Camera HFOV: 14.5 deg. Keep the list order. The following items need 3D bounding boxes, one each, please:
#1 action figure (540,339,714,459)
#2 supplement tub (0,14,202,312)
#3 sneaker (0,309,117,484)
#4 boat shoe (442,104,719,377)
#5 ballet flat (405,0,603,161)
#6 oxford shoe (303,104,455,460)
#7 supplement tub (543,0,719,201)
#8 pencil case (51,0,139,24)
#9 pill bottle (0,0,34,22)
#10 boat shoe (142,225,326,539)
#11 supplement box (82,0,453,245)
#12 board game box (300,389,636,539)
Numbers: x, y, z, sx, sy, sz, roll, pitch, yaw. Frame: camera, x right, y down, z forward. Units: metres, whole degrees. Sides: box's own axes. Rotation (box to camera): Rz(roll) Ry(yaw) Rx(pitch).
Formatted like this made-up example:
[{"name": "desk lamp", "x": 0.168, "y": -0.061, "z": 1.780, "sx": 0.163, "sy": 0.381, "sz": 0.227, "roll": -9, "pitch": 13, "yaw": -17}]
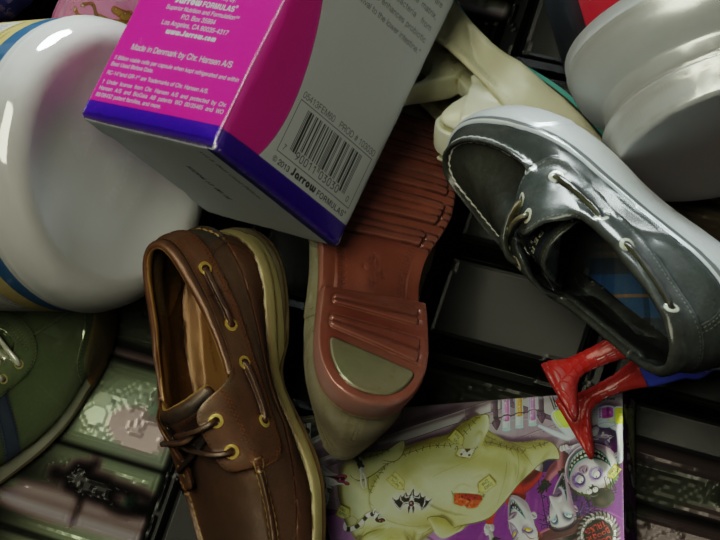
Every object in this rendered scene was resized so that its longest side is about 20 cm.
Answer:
[{"name": "action figure", "x": 0.195, "y": 0.042, "z": 1.296, "sx": 0.200, "sy": 0.065, "sz": 0.099, "roll": -29, "pitch": 60, "yaw": -1}, {"name": "supplement tub", "x": -0.192, "y": -0.052, "z": 1.421, "sx": 0.200, "sy": 0.144, "sz": 0.145, "roll": 0, "pitch": 72, "yaw": 41}, {"name": "sneaker", "x": -0.213, "y": 0.073, "z": 1.437, "sx": 0.200, "sy": 0.090, "sz": 0.067, "roll": -46, "pitch": 62, "yaw": 2}, {"name": "boat shoe", "x": 0.098, "y": -0.016, "z": 1.282, "sx": 0.200, "sy": 0.056, "sz": 0.069, "roll": 36, "pitch": 131, "yaw": 39}, {"name": "ballet flat", "x": 0.048, "y": -0.086, "z": 1.398, "sx": 0.069, "sy": 0.069, "sz": 0.200, "roll": -45, "pitch": 60, "yaw": 2}, {"name": "oxford shoe", "x": 0.000, "y": 0.000, "z": 1.386, "sx": 0.071, "sy": 0.074, "sz": 0.200, "roll": 17, "pitch": 51, "yaw": -7}, {"name": "supplement tub", "x": 0.153, "y": -0.149, "z": 1.342, "sx": 0.140, "sy": 0.140, "sz": 0.201, "roll": -21, "pitch": 66, "yaw": 14}, {"name": "pencil case", "x": -0.094, "y": -0.190, "z": 1.439, "sx": 0.086, "sy": 0.083, "sz": 0.201, "roll": 26, "pitch": 115, "yaw": 14}, {"name": "pill bottle", "x": -0.179, "y": -0.218, "z": 1.504, "sx": 0.200, "sy": 0.120, "sz": 0.120, "roll": -41, "pitch": 64, "yaw": 5}, {"name": "boat shoe", "x": -0.069, "y": 0.076, "z": 1.351, "sx": 0.072, "sy": 0.067, "sz": 0.201, "roll": -20, "pitch": 74, "yaw": 38}, {"name": "supplement box", "x": -0.030, "y": -0.130, "z": 1.353, "sx": 0.103, "sy": 0.101, "sz": 0.200, "roll": 15, "pitch": 74, "yaw": 44}, {"name": "board game box", "x": 0.035, "y": 0.124, "z": 1.362, "sx": 0.199, "sy": 0.032, "sz": 0.121, "roll": -6, "pitch": 75, "yaw": 19}]
